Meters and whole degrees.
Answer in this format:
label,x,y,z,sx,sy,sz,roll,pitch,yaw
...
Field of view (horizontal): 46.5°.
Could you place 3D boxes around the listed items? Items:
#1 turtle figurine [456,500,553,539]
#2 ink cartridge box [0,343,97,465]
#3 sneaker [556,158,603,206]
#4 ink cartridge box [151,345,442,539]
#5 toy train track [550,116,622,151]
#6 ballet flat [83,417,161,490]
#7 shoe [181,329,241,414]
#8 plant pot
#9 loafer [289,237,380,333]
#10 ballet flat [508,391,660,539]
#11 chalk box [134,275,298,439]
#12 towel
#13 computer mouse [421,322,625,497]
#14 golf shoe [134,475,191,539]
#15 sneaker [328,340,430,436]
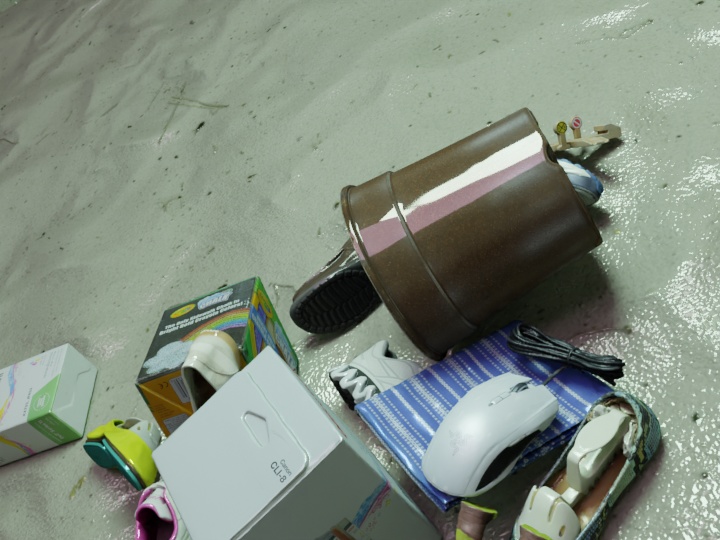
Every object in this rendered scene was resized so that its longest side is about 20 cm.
label,x,y,z,sx,sy,sz,roll,pitch,yaw
turtle figurine,0.079,0.267,0.653,0.199,0.064,0.162,12,80,46
ink cartridge box,-0.465,0.190,1.136,0.199,0.067,0.118,-21,43,17
sneaker,0.174,-0.065,0.933,0.199,0.077,0.086,-6,59,41
ink cartridge box,-0.054,0.199,0.737,0.145,0.200,0.145,-42,41,-6
toy train track,0.199,-0.146,0.939,0.199,0.033,0.115,-15,9,-14
ballet flat,-0.266,0.200,0.964,0.067,0.067,0.200,-39,16,-27
shoe,-0.131,0.155,0.809,0.070,0.201,0.053,-7,24,14
plant pot,0.114,-0.045,0.821,0.198,0.200,0.201,-30,41,16
loafer,0.000,0.000,0.995,0.200,0.073,0.071,-35,30,-5
ballet flat,0.174,0.182,0.695,0.074,0.074,0.200,22,67,45
chalk box,-0.148,0.099,0.928,0.124,0.124,0.200,-19,24,9
towel,0.115,0.121,0.764,0.199,0.024,0.145,-25,42,-21
computer mouse,0.131,0.115,0.720,0.109,0.044,0.200,26,50,36
golf shoe,-0.188,0.238,0.881,0.075,0.092,0.201,-20,42,19
sneaker,0.047,0.133,0.832,0.081,0.075,0.200,-37,40,-14
